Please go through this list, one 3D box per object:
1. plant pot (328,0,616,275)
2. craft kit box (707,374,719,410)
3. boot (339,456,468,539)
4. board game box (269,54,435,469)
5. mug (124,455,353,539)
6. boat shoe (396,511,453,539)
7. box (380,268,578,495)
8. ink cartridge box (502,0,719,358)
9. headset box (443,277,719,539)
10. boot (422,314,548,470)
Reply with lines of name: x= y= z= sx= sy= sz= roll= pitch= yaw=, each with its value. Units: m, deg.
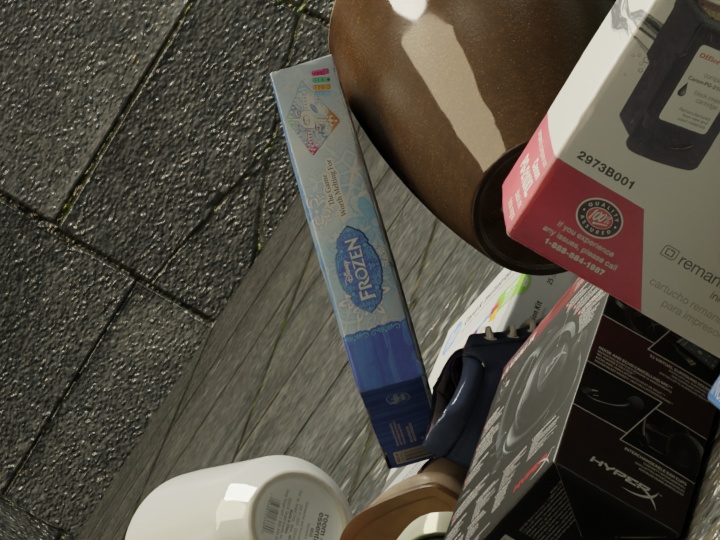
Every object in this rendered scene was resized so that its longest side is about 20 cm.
plant pot: x=0.090 y=-0.091 z=1.685 sx=0.187 sy=0.186 sz=0.200 roll=-57 pitch=27 yaw=25
craft kit box: x=0.225 y=-0.005 z=1.201 sx=0.198 sy=0.048 sz=0.200 roll=-62 pitch=7 yaw=6
boot: x=0.046 y=0.138 z=1.719 sx=0.146 sy=0.070 sz=0.200 roll=-49 pitch=-4 yaw=-41
board game box: x=0.000 y=0.000 z=1.741 sx=0.200 sy=0.043 sz=0.200 roll=73 pitch=-178 yaw=-72
mug: x=-0.069 y=0.220 z=2.156 sx=0.149 sy=0.187 sz=0.153 roll=-26 pitch=-4 yaw=-33
boat shoe: x=0.030 y=0.203 z=1.626 sx=0.202 sy=0.072 sz=0.060 roll=116 pitch=163 yaw=-55
box: x=0.074 y=0.086 z=1.923 sx=0.156 sy=0.041 sz=0.200 roll=-51 pitch=11 yaw=52
ink cartridge box: x=0.179 y=-0.076 z=1.386 sx=0.200 sy=0.144 sz=0.084 roll=-58 pitch=9 yaw=17
headset box: x=0.117 y=0.081 z=1.484 sx=0.149 sy=0.077 sz=0.200 roll=-53 pitch=9 yaw=45
boot: x=0.099 y=0.049 z=1.677 sx=0.073 sy=0.090 sz=0.200 roll=-55 pitch=9 yaw=38
